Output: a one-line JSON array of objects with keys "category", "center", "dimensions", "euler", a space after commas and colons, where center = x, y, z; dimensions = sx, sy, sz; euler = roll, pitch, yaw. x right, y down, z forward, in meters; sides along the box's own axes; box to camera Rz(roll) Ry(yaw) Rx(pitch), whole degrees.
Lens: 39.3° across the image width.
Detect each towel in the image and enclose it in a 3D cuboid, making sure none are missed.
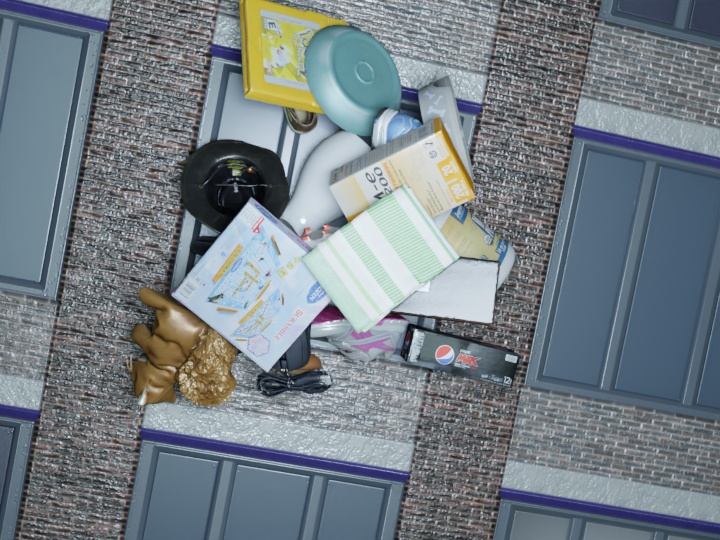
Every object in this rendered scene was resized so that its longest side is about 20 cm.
[{"category": "towel", "center": [0.033, -0.018, 1.553], "dimensions": [0.199, 0.023, 0.153], "euler": [-37, 98, 1]}]

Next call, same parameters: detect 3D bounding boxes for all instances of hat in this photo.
[{"category": "hat", "center": [-0.212, -0.121, 1.693], "dimensions": [0.198, 0.081, 0.202], "euler": [5, 56, -7]}]

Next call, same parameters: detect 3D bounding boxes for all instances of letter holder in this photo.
[{"category": "letter holder", "center": [0.121, 0.030, 1.642], "dimensions": [0.198, 0.142, 0.102], "euler": [7, 85, 6]}]

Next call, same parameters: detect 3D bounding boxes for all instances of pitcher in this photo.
[{"category": "pitcher", "center": [-0.040, -0.122, 1.696], "dimensions": [0.171, 0.121, 0.200], "euler": [41, 92, 27]}]

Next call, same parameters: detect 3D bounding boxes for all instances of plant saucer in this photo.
[{"category": "plant saucer", "center": [-0.001, -0.326, 1.688], "dimensions": [0.198, 0.036, 0.202], "euler": [13, 67, -34]}]

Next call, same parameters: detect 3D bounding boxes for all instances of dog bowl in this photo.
[{"category": "dog bowl", "center": [0.145, -0.225, 1.695], "dimensions": [0.058, 0.200, 0.202], "euler": [-13, 96, 9]}]

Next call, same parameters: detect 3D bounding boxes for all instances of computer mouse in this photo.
[{"category": "computer mouse", "center": [-0.119, 0.106, 1.663], "dimensions": [0.137, 0.053, 0.203], "euler": [-5, 86, 18]}]

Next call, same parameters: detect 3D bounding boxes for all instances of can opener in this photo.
[{"category": "can opener", "center": [-0.191, -0.034, 1.708], "dimensions": [0.198, 0.063, 0.080], "euler": [6, 101, 18]}]

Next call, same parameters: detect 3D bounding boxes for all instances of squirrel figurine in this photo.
[{"category": "squirrel figurine", "center": [-0.300, 0.152, 1.670], "dimensions": [0.199, 0.141, 0.188], "euler": [30, 98, 21]}]

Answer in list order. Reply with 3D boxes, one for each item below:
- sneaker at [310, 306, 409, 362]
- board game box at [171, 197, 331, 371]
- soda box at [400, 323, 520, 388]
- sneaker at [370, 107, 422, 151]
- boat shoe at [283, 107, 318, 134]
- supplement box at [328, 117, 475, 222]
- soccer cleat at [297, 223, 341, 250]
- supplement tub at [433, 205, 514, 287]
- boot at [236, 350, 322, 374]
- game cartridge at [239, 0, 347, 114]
[{"category": "sneaker", "center": [-0.010, 0.116, 1.738], "dimensions": [0.198, 0.081, 0.089], "euler": [5, 100, -24]}, {"category": "board game box", "center": [-0.159, 0.024, 1.590], "dimensions": [0.199, 0.041, 0.200], "euler": [40, 106, -10]}, {"category": "soda box", "center": [0.176, 0.151, 1.784], "dimensions": [0.198, 0.071, 0.064], "euler": [15, 93, -8]}, {"category": "sneaker", "center": [0.057, -0.161, 1.650], "dimensions": [0.076, 0.076, 0.202], "euler": [14, 119, 21]}, {"category": "boat shoe", "center": [-0.115, -0.334, 1.706], "dimensions": [0.074, 0.075, 0.204], "euler": [-23, 97, -5]}, {"category": "supplement box", "center": [0.065, -0.136, 1.591], "dimensions": [0.198, 0.074, 0.127], "euler": [-26, 113, 14]}, {"category": "soccer cleat", "center": [-0.112, -0.012, 1.632], "dimensions": [0.198, 0.069, 0.078], "euler": [-22, 107, 7]}, {"category": "supplement tub", "center": [0.150, -0.039, 1.730], "dimensions": [0.199, 0.145, 0.145], "euler": [38, 89, -9]}, {"category": "boot", "center": [-0.142, 0.086, 1.739], "dimensions": [0.198, 0.077, 0.157], "euler": [19, 94, 3]}, {"category": "game cartridge", "center": [-0.103, -0.352, 1.663], "dimensions": [0.198, 0.032, 0.178], "euler": [5, 72, -31]}]
